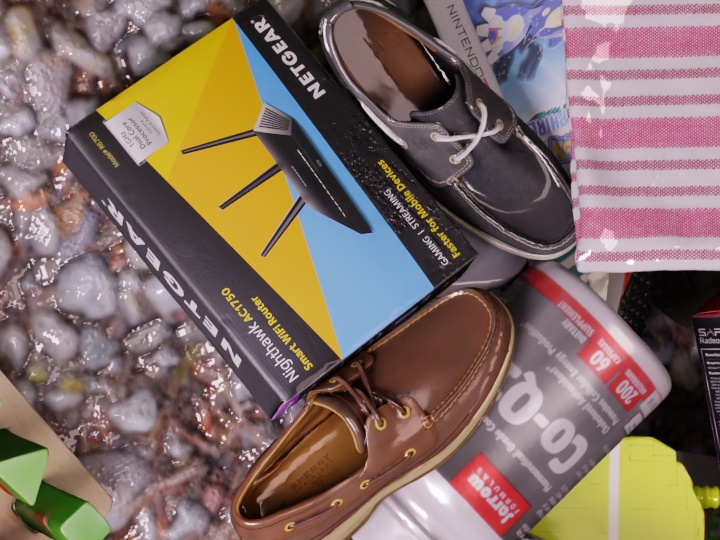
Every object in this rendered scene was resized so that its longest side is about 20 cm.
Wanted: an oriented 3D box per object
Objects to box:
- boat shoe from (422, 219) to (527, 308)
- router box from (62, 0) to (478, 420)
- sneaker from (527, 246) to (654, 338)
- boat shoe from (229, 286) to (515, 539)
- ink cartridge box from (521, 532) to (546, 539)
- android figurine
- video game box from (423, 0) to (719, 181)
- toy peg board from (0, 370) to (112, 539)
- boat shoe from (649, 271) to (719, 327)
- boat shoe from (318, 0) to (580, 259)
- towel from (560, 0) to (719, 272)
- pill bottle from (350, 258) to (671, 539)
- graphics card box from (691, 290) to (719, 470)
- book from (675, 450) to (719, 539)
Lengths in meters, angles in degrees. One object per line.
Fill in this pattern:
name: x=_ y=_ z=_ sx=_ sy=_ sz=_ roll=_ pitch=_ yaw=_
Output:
boat shoe: x=0.000 y=0.000 z=1.262 sx=0.200 sy=0.065 sz=0.074 roll=2 pitch=69 yaw=-9
router box: x=-0.053 y=-0.037 z=1.200 sx=0.149 sy=0.051 sz=0.200 roll=-37 pitch=82 yaw=-20
sneaker: x=0.136 y=-0.009 z=1.339 sx=0.070 sy=0.093 sz=0.200 roll=-42 pitch=141 yaw=-54
boat shoe: x=0.007 y=0.086 z=1.166 sx=0.200 sy=0.072 sz=0.068 roll=-45 pitch=153 yaw=0
ink cartridge box: x=0.122 y=0.275 z=1.241 sx=0.147 sy=0.086 sz=0.200 roll=24 pitch=86 yaw=-3
android figurine: x=0.131 y=0.164 z=1.313 sx=0.200 sy=0.041 sz=0.182 roll=0 pitch=86 yaw=-3
video game box: x=0.149 y=-0.152 z=1.253 sx=0.200 sy=0.047 sz=0.182 roll=-25 pitch=82 yaw=13
toy peg board: x=-0.253 y=0.130 z=1.126 sx=0.199 sy=0.098 sz=0.200 roll=-45 pitch=110 yaw=-18
boat shoe: x=0.208 y=-0.060 z=1.363 sx=0.074 sy=0.076 sz=0.200 roll=-46 pitch=124 yaw=-44
boat shoe: x=0.052 y=-0.082 z=1.209 sx=0.072 sy=0.068 sz=0.200 roll=-44 pitch=91 yaw=-1
towel: x=0.190 y=-0.099 z=1.190 sx=0.146 sy=0.030 sz=0.200 roll=-3 pitch=83 yaw=8
pill bottle: x=0.078 y=0.099 z=1.240 sx=0.200 sy=0.114 sz=0.114 roll=-45 pitch=112 yaw=-3
graphics card box: x=0.274 y=0.097 z=1.345 sx=0.125 sy=0.051 sz=0.200 roll=-34 pitch=115 yaw=-53
book: x=0.190 y=0.183 z=1.389 sx=0.200 sy=0.048 sz=0.134 roll=10 pitch=87 yaw=-24
